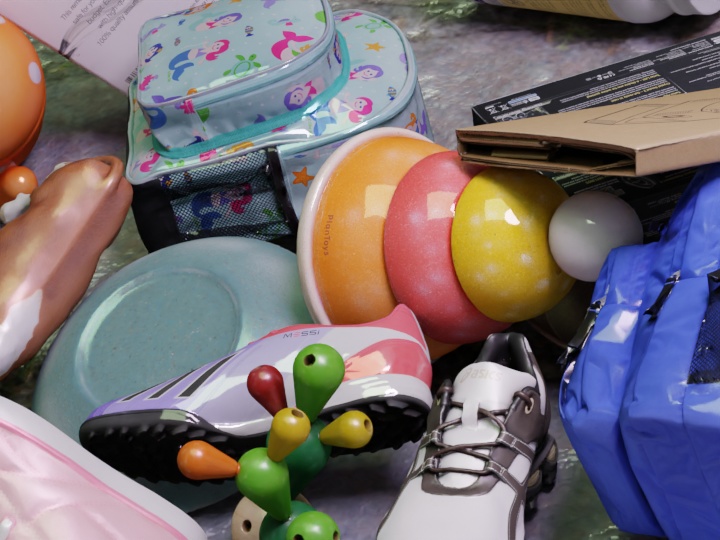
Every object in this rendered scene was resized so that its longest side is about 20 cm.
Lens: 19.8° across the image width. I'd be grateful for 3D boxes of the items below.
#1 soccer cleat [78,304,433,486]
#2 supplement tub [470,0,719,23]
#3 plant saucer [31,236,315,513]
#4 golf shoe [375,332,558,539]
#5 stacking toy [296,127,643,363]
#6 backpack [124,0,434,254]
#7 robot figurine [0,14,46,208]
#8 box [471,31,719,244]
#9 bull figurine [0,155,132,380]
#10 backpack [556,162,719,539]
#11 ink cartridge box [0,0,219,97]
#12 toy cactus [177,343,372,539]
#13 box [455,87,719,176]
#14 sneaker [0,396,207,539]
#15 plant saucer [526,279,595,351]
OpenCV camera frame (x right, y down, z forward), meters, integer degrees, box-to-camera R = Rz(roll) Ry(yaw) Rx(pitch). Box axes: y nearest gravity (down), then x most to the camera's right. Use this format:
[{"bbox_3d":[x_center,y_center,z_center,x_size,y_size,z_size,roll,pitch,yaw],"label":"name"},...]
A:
[{"bbox_3d":[-0.057,0.068,1.137,0.200,0.068,0.073,-10,53,13],"label":"soccer cleat"},{"bbox_3d":[0.165,-0.255,1.478,0.200,0.145,0.145,12,44,31],"label":"supplement tub"},{"bbox_3d":[-0.112,0.050,1.218,0.201,0.039,0.201,-12,50,15],"label":"plant saucer"},{"bbox_3d":[0.052,0.098,1.057,0.078,0.095,0.200,4,23,13],"label":"golf shoe"},{"bbox_3d":[0.075,-0.011,1.152,0.200,0.146,0.146,0,35,47],"label":"stacking toy"},{"bbox_3d":[-0.055,-0.101,1.359,0.200,0.151,0.178,-9,33,1],"label":"backpack"},{"bbox_3d":[-0.276,-0.119,1.439,0.117,0.144,0.200,8,-6,-9],"label":"robot figurine"},{"bbox_3d":[0.190,-0.079,1.261,0.200,0.044,0.160,-18,34,-13],"label":"box"},{"bbox_3d":[-0.213,0.012,1.272,0.200,0.065,0.121,-51,20,-12],"label":"bull figurine"},{"bbox_3d":[0.200,0.036,1.044,0.168,0.163,0.200,7,53,26],"label":"backpack"},{"bbox_3d":[-0.152,-0.209,1.445,0.145,0.200,0.084,-46,28,25],"label":"ink cartridge box"},{"bbox_3d":[-0.047,0.138,1.057,0.102,0.200,0.165,-1,-2,-11],"label":"toy cactus"},{"bbox_3d":[0.178,-0.078,1.115,0.200,0.021,0.163,-11,10,-29],"label":"box"},{"bbox_3d":[-0.184,0.139,1.082,0.200,0.075,0.105,30,46,-4],"label":"sneaker"},{"bbox_3d":[0.189,0.001,1.227,0.200,0.035,0.200,-10,36,8],"label":"plant saucer"}]
